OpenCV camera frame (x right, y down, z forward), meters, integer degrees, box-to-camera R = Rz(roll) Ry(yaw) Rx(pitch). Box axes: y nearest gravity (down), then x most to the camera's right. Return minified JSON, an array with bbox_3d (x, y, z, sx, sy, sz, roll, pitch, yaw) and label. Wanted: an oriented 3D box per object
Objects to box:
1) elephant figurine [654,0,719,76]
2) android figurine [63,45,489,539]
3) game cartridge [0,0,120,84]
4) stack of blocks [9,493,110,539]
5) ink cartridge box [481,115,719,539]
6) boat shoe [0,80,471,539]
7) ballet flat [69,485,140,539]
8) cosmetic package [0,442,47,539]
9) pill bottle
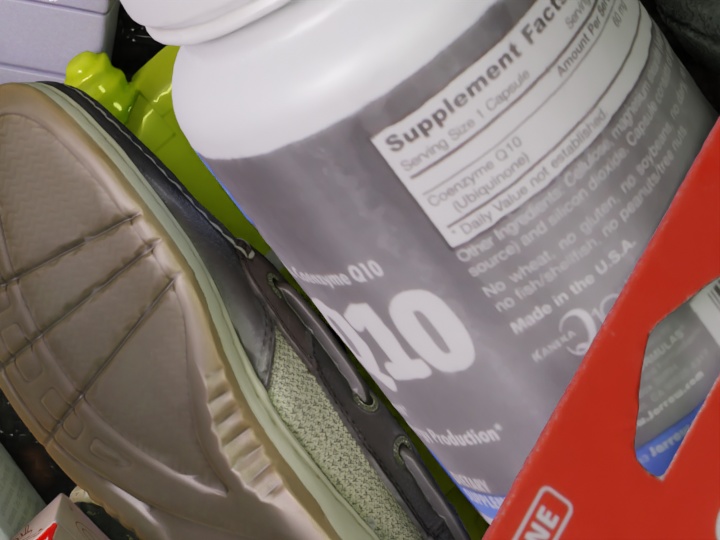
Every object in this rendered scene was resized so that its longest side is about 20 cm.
[{"bbox_3d":[0.144,-0.075,0.806,0.200,0.155,0.142,-8,84,-20],"label":"elephant figurine"},{"bbox_3d":[0.000,0.000,0.839,0.182,0.041,0.200,-42,111,-1],"label":"android figurine"},{"bbox_3d":[-0.171,-0.056,0.842,0.200,0.038,0.130,11,123,-1],"label":"game cartridge"},{"bbox_3d":[-0.108,0.113,0.768,0.115,0.059,0.200,-43,98,6],"label":"stack of blocks"},{"bbox_3d":[0.134,0.055,0.720,0.173,0.044,0.200,37,71,-20],"label":"ink cartridge box"},{"bbox_3d":[-0.034,0.035,0.779,0.072,0.066,0.201,-37,87,33],"label":"boat shoe"},{"bbox_3d":[-0.003,0.113,0.844,0.200,0.066,0.057,39,64,-22],"label":"ballet flat"},{"bbox_3d":[-0.134,0.093,0.830,0.102,0.074,0.200,-33,98,4],"label":"cosmetic package"},{"bbox_3d":[0.024,-0.036,0.754,0.114,0.114,0.200,-38,112,-1],"label":"pill bottle"}]
